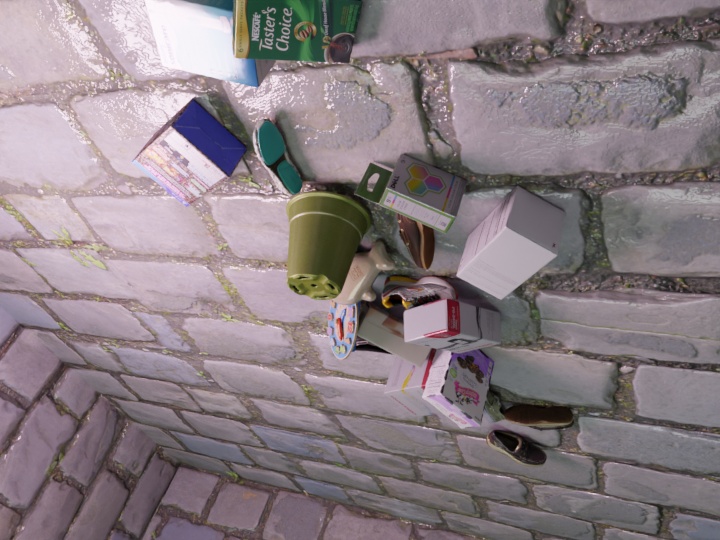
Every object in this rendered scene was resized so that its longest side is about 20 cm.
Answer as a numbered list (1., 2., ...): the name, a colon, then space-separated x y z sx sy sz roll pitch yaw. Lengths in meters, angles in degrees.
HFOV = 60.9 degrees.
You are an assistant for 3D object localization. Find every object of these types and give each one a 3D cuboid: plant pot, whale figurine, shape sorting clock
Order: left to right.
1. plant pot: -0.087 -0.042 1.369 0.199 0.190 0.200 7 153 4
2. shape sorting clock: -0.049 0.134 1.619 0.039 0.200 0.200 5 153 -27
3. whale figurine: 0.000 0.000 1.504 0.200 0.104 0.159 -33 86 26

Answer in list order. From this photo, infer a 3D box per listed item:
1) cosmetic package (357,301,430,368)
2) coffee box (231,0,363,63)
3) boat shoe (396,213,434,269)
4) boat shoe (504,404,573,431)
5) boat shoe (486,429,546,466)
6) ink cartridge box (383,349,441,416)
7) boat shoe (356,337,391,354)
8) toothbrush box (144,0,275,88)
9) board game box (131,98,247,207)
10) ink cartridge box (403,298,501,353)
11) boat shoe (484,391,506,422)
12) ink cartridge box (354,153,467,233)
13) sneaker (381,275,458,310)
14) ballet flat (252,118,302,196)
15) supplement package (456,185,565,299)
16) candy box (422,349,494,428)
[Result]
1. cosmetic package: 0.087 0.171 1.645 0.200 0.087 0.103 29 -178 -10
2. coffee box: -0.106 -0.399 0.988 0.199 0.044 0.123 -2 146 -17
3. boat shoe: 0.119 -0.086 1.340 0.070 0.070 0.200 10 136 24
4. boat shoe: 0.527 0.442 1.805 0.200 0.073 0.065 -3 133 31
5. boat shoe: 0.508 0.574 1.978 0.200 0.073 0.065 19 148 6
6. ink cartridge box: 0.196 0.317 1.759 0.145 0.145 0.200 41 141 -25
7. boat shoe: 0.063 0.223 1.783 0.200 0.057 0.067 8 143 19
8. toothbrush box: -0.262 -0.426 1.082 0.200 0.085 0.147 14 145 10
9. board game box: -0.381 -0.255 1.361 0.200 0.097 0.159 -20 127 44
10. ink cartridge box: 0.227 0.139 1.496 0.200 0.084 0.145 16 154 -36
11. boat shoe: 0.390 0.396 1.838 0.062 0.072 0.200 -16 140 19
12. ink cartridge box: 0.101 -0.163 1.213 0.200 0.104 0.059 23 145 0
13. sneaker: 0.145 0.066 1.510 0.200 0.082 0.078 -1 139 29
14. ballet flat: -0.189 -0.239 1.310 0.072 0.072 0.200 3 140 25
15. supplement package: 0.301 -0.051 1.239 0.117 0.117 0.200 28 145 -7
16. candy box: 0.266 0.293 1.640 0.168 0.200 0.071 41 141 -25
